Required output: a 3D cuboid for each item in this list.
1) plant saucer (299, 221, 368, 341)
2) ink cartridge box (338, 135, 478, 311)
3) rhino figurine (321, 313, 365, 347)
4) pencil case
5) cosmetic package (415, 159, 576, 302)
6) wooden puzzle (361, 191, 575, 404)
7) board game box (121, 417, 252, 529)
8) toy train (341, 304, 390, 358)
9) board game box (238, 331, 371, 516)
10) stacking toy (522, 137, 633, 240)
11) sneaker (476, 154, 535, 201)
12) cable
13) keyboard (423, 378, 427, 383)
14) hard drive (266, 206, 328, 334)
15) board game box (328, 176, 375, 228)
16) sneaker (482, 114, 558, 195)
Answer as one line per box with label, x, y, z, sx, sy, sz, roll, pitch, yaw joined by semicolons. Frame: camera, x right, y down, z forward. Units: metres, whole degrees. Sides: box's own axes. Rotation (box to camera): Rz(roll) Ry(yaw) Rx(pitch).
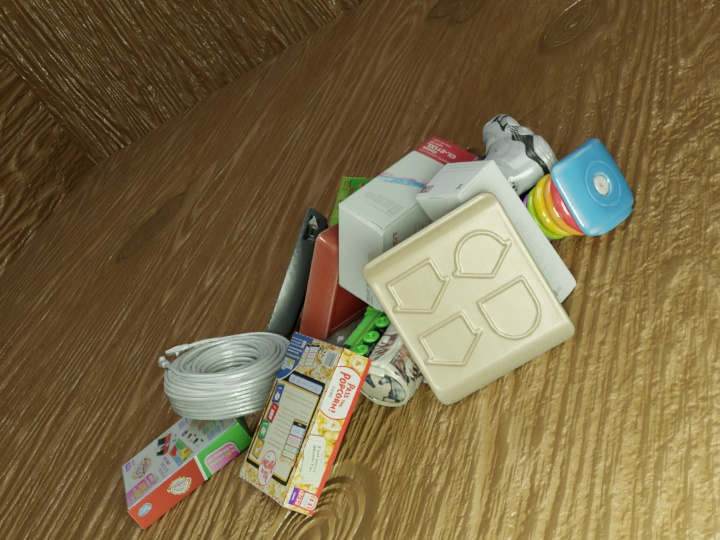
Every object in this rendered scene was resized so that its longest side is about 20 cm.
plant saucer;0.000;0.000;1.644;0.037;0.201;0.199;32;42;24
ink cartridge box;0.063;-0.064;1.546;0.082;0.147;0.199;31;50;29
rhino figurine;0.010;0.093;1.607;0.199;0.060;0.087;-35;25;-4
pencil case;0.067;0.086;1.489;0.077;0.090;0.200;15;49;27
cosmetic package;0.167;-0.038;1.428;0.074;0.201;0.101;-45;23;-21
wooden puzzle;0.126;0.032;1.360;0.184;0.201;0.046;-31;8;16
board game box;-0.256;0.269;1.696;0.199;0.040;0.153;-38;21;-2
toy train;0.030;0.066;1.551;0.056;0.042;0.200;7;40;34
board game box;-0.073;0.187;1.452;0.151;0.046;0.202;12;79;63
stacking toy;0.253;-0.081;1.543;0.116;0.110;0.199;-34;4;-37
sneaker;0.195;-0.124;1.717;0.076;0.088;0.200;-42;22;-13
cable;-0.189;0.155;1.698;0.198;0.070;0.200;-14;19;-12
keyboard;0.146;0.073;1.500;0.056;0.011;0.201;-14;32;47
hard drive;-0.096;0.007;1.820;0.135;0.042;0.202;107;-178;-86
board game box;-0.013;-0.041;1.795;0.101;0.047;0.202;9;83;60
sneaker;0.190;-0.152;1.632;0.114;0.076;0.200;-32;26;-5
